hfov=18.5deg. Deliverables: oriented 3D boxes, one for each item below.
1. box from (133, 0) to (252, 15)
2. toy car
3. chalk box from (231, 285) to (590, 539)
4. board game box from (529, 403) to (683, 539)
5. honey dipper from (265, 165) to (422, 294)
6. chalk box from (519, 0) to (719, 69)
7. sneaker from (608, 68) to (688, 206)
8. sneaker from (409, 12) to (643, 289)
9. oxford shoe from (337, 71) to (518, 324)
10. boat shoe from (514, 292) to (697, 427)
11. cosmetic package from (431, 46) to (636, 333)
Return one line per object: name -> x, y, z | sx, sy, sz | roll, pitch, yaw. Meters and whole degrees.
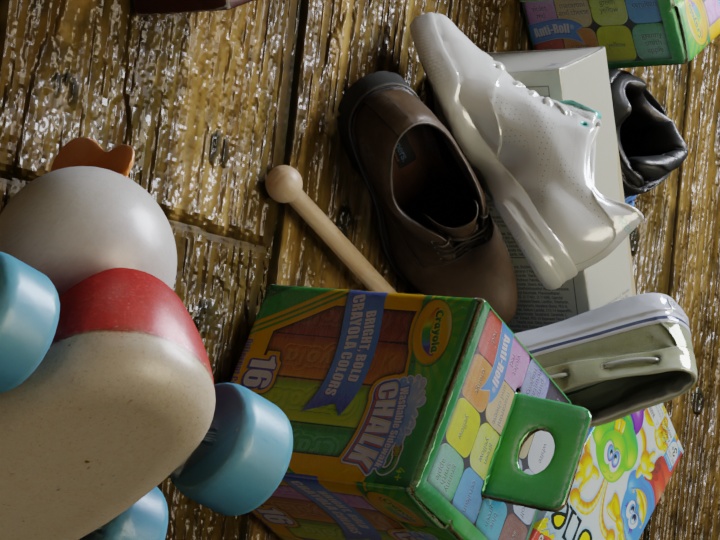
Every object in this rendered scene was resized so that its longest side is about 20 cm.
box -> -0.050, -0.216, 1.265 | 0.200, 0.075, 0.101 | -31, 116, -51
toy car -> -0.151, 0.024, 1.103 | 0.184, 0.177, 0.201 | 31, 38, -35
chalk box -> 0.033, 0.095, 1.270 | 0.124, 0.199, 0.125 | 47, 55, -44
board game box -> 0.122, 0.154, 1.489 | 0.200, 0.104, 0.103 | -56, 133, -37
honey dipper -> 0.000, 0.000, 1.375 | 0.200, 0.038, 0.038 | 46, 56, -41
chalk box -> 0.187, -0.216, 1.546 | 0.200, 0.124, 0.124 | -41, 123, -44
sneaker -> 0.179, -0.054, 1.552 | 0.077, 0.111, 0.201 | -46, 127, -42
sneaker -> 0.105, -0.089, 1.390 | 0.201, 0.088, 0.075 | 60, 2, 19
oxford shoe -> 0.051, -0.026, 1.389 | 0.073, 0.084, 0.200 | -37, 125, -5
boat shoe -> 0.119, 0.077, 1.409 | 0.072, 0.199, 0.062 | 54, 15, -43
cosmetic package -> 0.118, -0.043, 1.476 | 0.073, 0.103, 0.201 | -26, 114, -53
